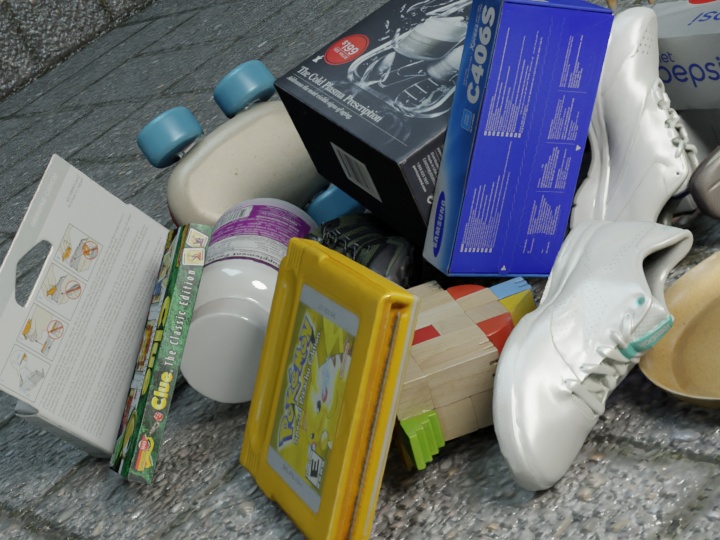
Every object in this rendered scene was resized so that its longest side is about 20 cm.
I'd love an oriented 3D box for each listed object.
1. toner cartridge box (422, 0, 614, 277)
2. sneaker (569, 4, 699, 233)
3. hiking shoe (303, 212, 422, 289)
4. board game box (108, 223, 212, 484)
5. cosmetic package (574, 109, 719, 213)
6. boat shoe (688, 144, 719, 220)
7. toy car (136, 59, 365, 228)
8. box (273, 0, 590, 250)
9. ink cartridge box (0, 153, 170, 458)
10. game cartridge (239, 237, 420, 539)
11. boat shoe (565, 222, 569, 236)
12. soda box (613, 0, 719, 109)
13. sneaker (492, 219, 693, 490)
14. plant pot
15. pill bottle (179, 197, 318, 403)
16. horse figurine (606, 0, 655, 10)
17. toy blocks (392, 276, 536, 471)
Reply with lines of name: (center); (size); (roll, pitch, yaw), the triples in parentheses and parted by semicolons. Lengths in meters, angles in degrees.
toner cartridge box: (0.111, -0.095, 1.046); (0.095, 0.200, 0.043); (2, 20, -26)
sneaker: (0.208, -0.093, 1.071); (0.087, 0.200, 0.075); (5, 7, 33)
hiking shoe: (0.000, 0.000, 1.197); (0.101, 0.076, 0.200); (-2, 15, 4)
board game box: (-0.157, 0.064, 1.150); (0.105, 0.023, 0.200); (172, 112, -70)
cosmetic package: (0.252, -0.122, 1.199); (0.102, 0.074, 0.200); (-9, 27, 40)
boat shoe: (0.315, -0.089, 1.065); (0.200, 0.075, 0.073); (-27, 9, -19)
toy car: (-0.116, -0.075, 1.482); (0.177, 0.184, 0.200); (-35, -6, -16)
box: (0.064, -0.131, 1.159); (0.182, 0.104, 0.200); (-37, 38, -13)
ink cartridge box: (-0.237, 0.032, 1.222); (0.044, 0.174, 0.200); (-5, 58, 46)
game cartridge: (-0.028, 0.079, 0.982); (0.032, 0.176, 0.200); (9, 8, -24)
boat shoe: (0.138, -0.072, 1.228); (0.074, 0.068, 0.199); (-17, 24, 29)
soda box: (0.254, -0.164, 1.107); (0.068, 0.063, 0.200); (-38, 23, -26)
sneaker: (0.148, 0.044, 0.903); (0.088, 0.075, 0.200); (-3, 50, 40)
plant pot: (0.267, 0.027, 0.902); (0.200, 0.027, 0.200); (-24, 21, 10)
pill bottle: (-0.093, 0.026, 1.235); (0.112, 0.112, 0.200); (-22, 22, 17)
horse figurine: (0.235, -0.176, 1.305); (0.050, 0.133, 0.200); (-5, 19, 32)
toy blocks: (0.072, 0.054, 1.018); (0.137, 0.100, 0.200); (-19, 21, -7)
